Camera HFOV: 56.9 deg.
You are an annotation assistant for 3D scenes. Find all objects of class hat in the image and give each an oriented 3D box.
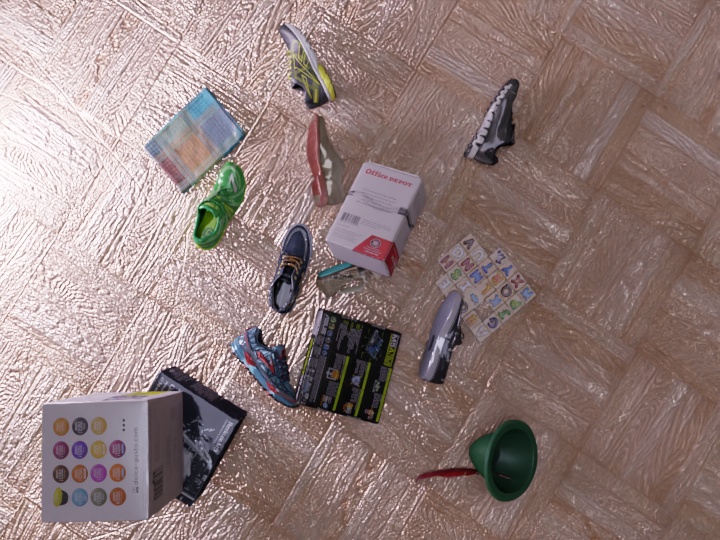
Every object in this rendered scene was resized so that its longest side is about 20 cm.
[{"bbox_3d":[0.257,0.394,1.440,0.196,0.174,0.171,13,83,-37],"label":"hat"}]

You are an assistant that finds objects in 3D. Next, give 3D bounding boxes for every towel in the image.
[{"bbox_3d":[-0.369,-0.291,1.483,0.200,0.022,0.147,-43,87,-2],"label":"towel"}]

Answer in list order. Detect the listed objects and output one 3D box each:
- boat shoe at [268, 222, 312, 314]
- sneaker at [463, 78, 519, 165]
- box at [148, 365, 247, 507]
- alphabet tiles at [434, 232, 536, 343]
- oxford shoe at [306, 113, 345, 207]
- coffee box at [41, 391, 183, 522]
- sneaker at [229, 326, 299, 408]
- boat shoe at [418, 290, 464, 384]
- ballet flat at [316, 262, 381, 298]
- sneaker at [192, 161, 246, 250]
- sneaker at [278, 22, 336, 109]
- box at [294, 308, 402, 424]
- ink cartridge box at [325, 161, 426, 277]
[{"bbox_3d":[-0.148,-0.006,1.429,0.069,0.091,0.206,12,86,1],"label":"boat shoe"},{"bbox_3d":[0.311,-0.320,1.466,0.089,0.066,0.203,29,90,-1],"label":"sneaker"},{"bbox_3d":[-0.373,0.342,1.392,0.194,0.124,0.203,30,87,0],"label":"box"},{"bbox_3d":[0.267,0.027,1.469,0.166,0.008,0.202,-38,87,-2],"label":"alphabet tiles"},{"bbox_3d":[-0.075,-0.243,1.466,0.072,0.071,0.206,-5,89,-21],"label":"oxford shoe"},{"bbox_3d":[-0.452,0.335,1.230,0.192,0.200,0.206,-2,85,2],"label":"coffee box"},{"bbox_3d":[-0.187,0.204,1.422,0.095,0.079,0.200,-43,87,-5],"label":"sneaker"},{"bbox_3d":[0.190,0.149,1.434,0.065,0.070,0.205,22,83,-16],"label":"boat shoe"},{"bbox_3d":[0.000,0.000,1.447,0.196,0.068,0.077,-28,107,-2],"label":"ballet flat"},{"bbox_3d":[-0.306,-0.139,1.441,0.072,0.084,0.205,21,86,2],"label":"sneaker"},{"bbox_3d":[-0.132,-0.451,1.467,0.084,0.074,0.203,-33,87,-2],"label":"sneaker"},{"bbox_3d":[-0.025,0.204,1.413,0.189,0.047,0.206,16,86,-19],"label":"box"},{"bbox_3d":[0.036,-0.109,1.397,0.144,0.083,0.203,19,70,23],"label":"ink cartridge box"}]
